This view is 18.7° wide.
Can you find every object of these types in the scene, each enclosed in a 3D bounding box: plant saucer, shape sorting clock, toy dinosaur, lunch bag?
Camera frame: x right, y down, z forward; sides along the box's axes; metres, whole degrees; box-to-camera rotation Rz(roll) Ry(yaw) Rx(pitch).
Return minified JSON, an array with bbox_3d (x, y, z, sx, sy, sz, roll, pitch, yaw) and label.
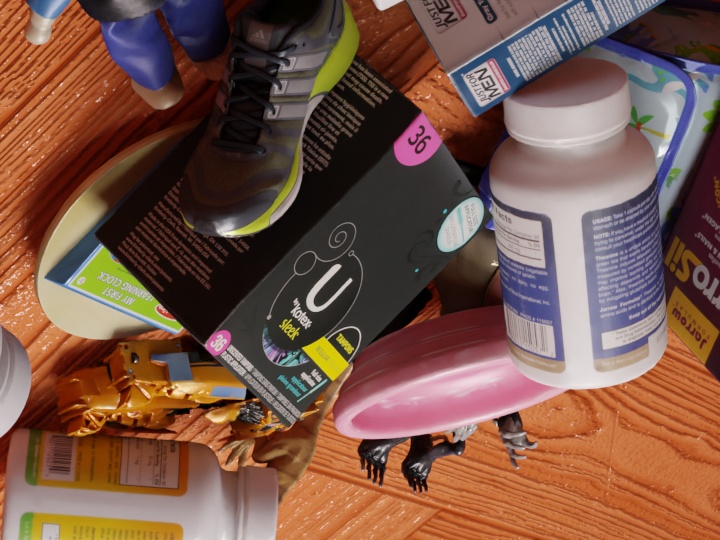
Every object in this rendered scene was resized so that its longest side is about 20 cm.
[{"bbox_3d":[0.073,0.073,1.621,0.199,0.051,0.201,-13,165,-4],"label":"plant saucer"},{"bbox_3d":[-0.132,-0.028,1.482,0.199,0.039,0.201,-28,146,-21],"label":"shape sorting clock"},{"bbox_3d":[-0.052,0.139,1.736,0.060,0.106,0.201,39,70,-27],"label":"toy dinosaur"},{"bbox_3d":[0.191,-0.098,1.535,0.198,0.128,0.171,4,123,-26],"label":"lunch bag"}]

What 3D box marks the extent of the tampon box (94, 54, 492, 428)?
[{"bbox_3d":[-0.040,-0.030,1.420,0.200,0.126,0.150,-46,148,-3],"label":"tampon box"}]

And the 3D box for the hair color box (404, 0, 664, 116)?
[{"bbox_3d":[0.128,-0.196,1.384,0.199,0.100,0.061,-30,148,5],"label":"hair color box"}]

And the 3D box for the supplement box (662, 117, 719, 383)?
[{"bbox_3d":[0.284,-0.032,1.482,0.085,0.110,0.201,-2,126,-34],"label":"supplement box"}]

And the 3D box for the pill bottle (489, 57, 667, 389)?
[{"bbox_3d":[0.143,-0.033,1.447,0.110,0.111,0.201,-16,118,-16],"label":"pill bottle"}]

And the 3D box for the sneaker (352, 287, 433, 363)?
[{"bbox_3d":[0.000,0.000,1.603,0.087,0.075,0.200,-37,158,-4],"label":"sneaker"}]

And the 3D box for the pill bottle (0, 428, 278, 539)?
[{"bbox_3d":[-0.164,0.180,1.620,0.198,0.112,0.111,5,140,-7],"label":"pill bottle"}]

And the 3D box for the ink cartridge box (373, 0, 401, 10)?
[{"bbox_3d":[0.070,-0.262,1.266,0.199,0.085,0.145,-27,148,-2],"label":"ink cartridge box"}]

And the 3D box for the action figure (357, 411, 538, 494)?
[{"bbox_3d":[0.095,0.110,1.783,0.118,0.102,0.200,25,123,-37],"label":"action figure"}]

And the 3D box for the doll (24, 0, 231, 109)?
[{"bbox_3d":[-0.136,-0.170,1.277,0.136,0.049,0.200,-28,148,-2],"label":"doll"}]

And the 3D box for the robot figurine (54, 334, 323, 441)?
[{"bbox_3d":[-0.115,0.088,1.609,0.199,0.059,0.145,5,159,-37],"label":"robot figurine"}]

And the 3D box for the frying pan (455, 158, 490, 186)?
[{"bbox_3d":[0.110,-0.056,1.627,0.189,0.031,0.115,-5,139,-26],"label":"frying pan"}]

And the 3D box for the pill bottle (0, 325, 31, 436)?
[{"bbox_3d":[-0.297,0.040,1.382,0.119,0.120,0.200,-33,147,8],"label":"pill bottle"}]

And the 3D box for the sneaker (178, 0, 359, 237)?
[{"bbox_3d":[-0.062,-0.109,1.312,0.073,0.201,0.081,9,149,18],"label":"sneaker"}]

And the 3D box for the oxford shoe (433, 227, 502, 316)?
[{"bbox_3d":[0.083,-0.003,1.639,0.071,0.074,0.200,-55,178,-22],"label":"oxford shoe"}]
